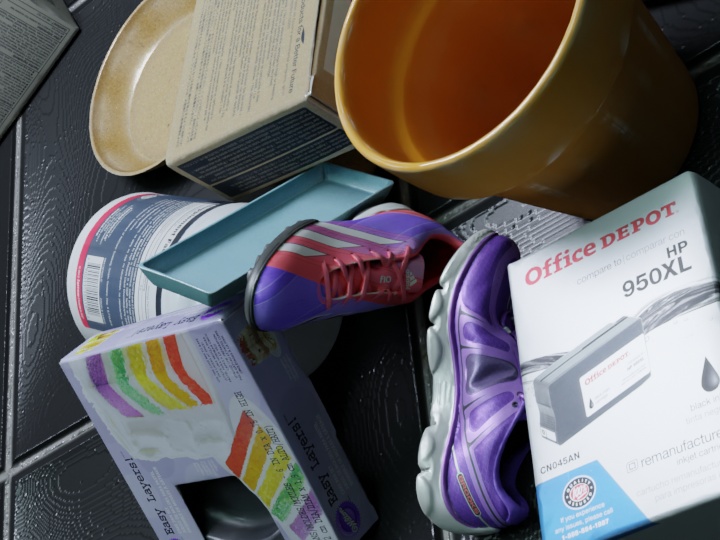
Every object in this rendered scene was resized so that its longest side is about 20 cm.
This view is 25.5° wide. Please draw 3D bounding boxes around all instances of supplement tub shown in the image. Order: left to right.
[{"bbox_3d":[-0.122,0.015,1.229,0.199,0.140,0.141,9,77,47],"label":"supplement tub"}]

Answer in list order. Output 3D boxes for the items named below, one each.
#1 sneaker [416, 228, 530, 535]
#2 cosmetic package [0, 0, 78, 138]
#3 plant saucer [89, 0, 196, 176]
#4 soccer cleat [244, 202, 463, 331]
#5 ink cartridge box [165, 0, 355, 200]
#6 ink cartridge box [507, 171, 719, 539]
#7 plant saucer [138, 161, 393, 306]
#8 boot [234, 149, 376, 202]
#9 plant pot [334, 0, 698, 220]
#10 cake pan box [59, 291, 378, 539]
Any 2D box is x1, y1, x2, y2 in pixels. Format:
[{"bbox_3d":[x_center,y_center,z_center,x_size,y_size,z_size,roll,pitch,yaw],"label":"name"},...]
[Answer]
[{"bbox_3d":[0.092,0.073,1.044,0.083,0.081,0.202,-3,75,28],"label":"sneaker"},{"bbox_3d":[-0.399,-0.216,1.669,0.200,0.103,0.087,-50,41,13],"label":"cosmetic package"},{"bbox_3d":[-0.173,-0.175,1.461,0.199,0.035,0.202,-24,55,38],"label":"plant saucer"},{"bbox_3d":[0.000,0.000,1.079,0.073,0.199,0.069,20,114,31],"label":"soccer cleat"},{"bbox_3d":[-0.057,-0.172,1.200,0.164,0.075,0.202,-18,54,42],"label":"ink cartridge box"},{"bbox_3d":[0.174,0.066,0.936,0.144,0.084,0.202,-28,51,33],"label":"ink cartridge box"},{"bbox_3d":[-0.061,-0.027,1.108,0.070,0.200,0.019,18,126,34],"label":"plant saucer"},{"bbox_3d":[-0.060,-0.089,1.287,0.199,0.074,0.076,11,60,44],"label":"boot"},{"bbox_3d":[0.116,-0.123,1.019,0.199,0.183,0.202,-22,56,37],"label":"plant pot"},{"bbox_3d":[-0.101,0.123,1.136,0.183,0.201,0.052,-12,21,42],"label":"cake pan box"}]
